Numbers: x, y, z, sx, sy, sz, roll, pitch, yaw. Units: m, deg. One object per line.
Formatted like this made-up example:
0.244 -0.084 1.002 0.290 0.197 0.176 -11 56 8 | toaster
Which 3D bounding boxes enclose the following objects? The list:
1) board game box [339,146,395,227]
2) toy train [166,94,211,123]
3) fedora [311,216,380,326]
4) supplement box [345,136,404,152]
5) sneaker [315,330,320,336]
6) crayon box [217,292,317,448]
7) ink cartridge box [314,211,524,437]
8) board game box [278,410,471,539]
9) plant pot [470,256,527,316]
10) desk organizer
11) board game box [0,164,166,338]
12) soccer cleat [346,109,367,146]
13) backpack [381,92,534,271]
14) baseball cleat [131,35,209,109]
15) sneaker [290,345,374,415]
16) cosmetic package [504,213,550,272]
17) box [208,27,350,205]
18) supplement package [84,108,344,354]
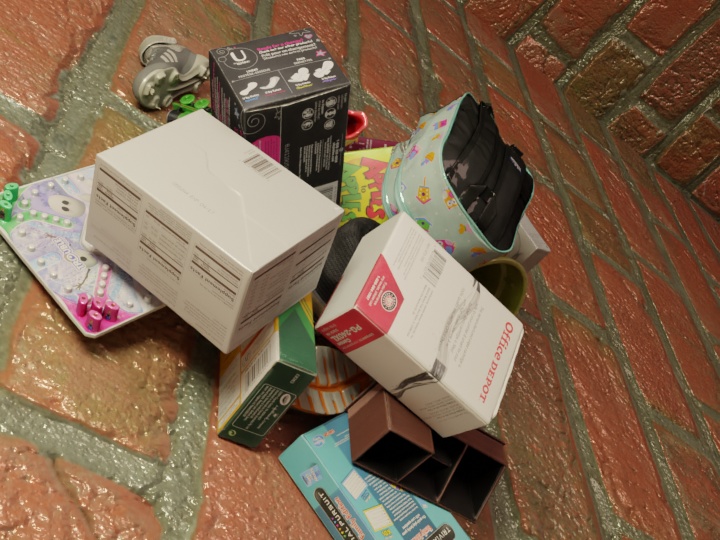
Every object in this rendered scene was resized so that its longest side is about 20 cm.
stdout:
-0.036 -0.100 1.215 0.048 0.196 0.103 133 -50 -87 | board game box
-0.186 -0.195 1.256 0.198 0.042 0.056 21 52 30 | toy train
0.000 0.000 1.110 0.198 0.092 0.202 25 32 -16 | fedora
-0.032 -0.127 1.304 0.196 0.112 0.086 8 33 -2 | supplement box
-0.049 0.003 1.233 0.073 0.079 0.201 32 29 -20 | sneaker
-0.104 0.073 1.005 0.051 0.126 0.202 24 34 -25 | crayon box
0.069 0.062 1.001 0.200 0.083 0.146 42 50 -16 | ink cartridge box
0.018 0.255 1.019 0.201 0.047 0.150 53 27 13 | board game box
0.113 0.006 1.360 0.199 0.201 0.185 13 30 -45 | plant pot
0.080 0.205 1.045 0.199 0.072 0.078 32 30 -27 | desk organizer
-0.260 -0.041 0.972 0.200 0.026 0.199 46 42 17 | board game box
-0.081 -0.183 1.180 0.198 0.073 0.069 -9 85 -39 | soccer cleat
0.114 -0.094 1.126 0.177 0.152 0.201 52 29 -22 | backpack
-0.291 -0.285 1.318 0.106 0.070 0.200 33 22 6 | baseball cleat
-0.034 0.129 1.091 0.198 0.077 0.080 -1 81 -46 | sneaker
0.181 -0.026 1.457 0.051 0.200 0.152 7 44 -50 | cosmetic package
-0.094 -0.155 1.059 0.130 0.202 0.115 -18 54 -20 | box
-0.147 -0.045 0.925 0.199 0.112 0.155 36 40 16 | supplement package
